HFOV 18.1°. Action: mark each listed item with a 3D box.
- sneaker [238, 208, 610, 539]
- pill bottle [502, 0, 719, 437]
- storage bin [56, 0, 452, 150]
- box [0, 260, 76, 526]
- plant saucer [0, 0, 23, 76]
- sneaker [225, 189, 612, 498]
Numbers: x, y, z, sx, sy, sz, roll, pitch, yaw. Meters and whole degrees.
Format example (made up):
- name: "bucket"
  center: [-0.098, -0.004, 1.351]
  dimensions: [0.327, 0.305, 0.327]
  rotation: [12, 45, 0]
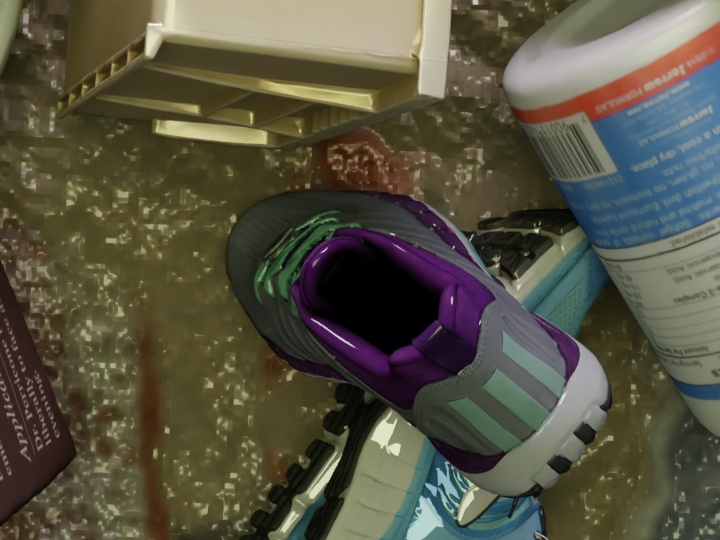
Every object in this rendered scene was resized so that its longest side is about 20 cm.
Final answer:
- name: "sneaker"
  center: [0.036, 0.066, 0.820]
  dimensions: [0.090, 0.078, 0.200]
  rotation: [37, 82, -23]
- name: "pill bottle"
  center: [0.143, -0.010, 0.782]
  dimensions: [0.112, 0.112, 0.200]
  rotation: [-33, 105, -2]
- name: "storage bin"
  center: [-0.038, -0.150, 0.765]
  dimensions: [0.094, 0.199, 0.200]
  rotation: [5, 86, -16]
- name: "box"
  center: [-0.219, 0.036, 0.722]
  dimensions: [0.164, 0.200, 0.166]
  rotation: [-19, 96, 14]
- name: "plant saucer"
  center: [-0.210, -0.119, 0.819]
  dimensions: [0.200, 0.050, 0.200]
  rotation: [2, 100, 11]
- name: "sneaker"
  center: [0.000, 0.000, 0.753]
  dimensions: [0.088, 0.200, 0.074]
  rotation: [41, 83, -38]
